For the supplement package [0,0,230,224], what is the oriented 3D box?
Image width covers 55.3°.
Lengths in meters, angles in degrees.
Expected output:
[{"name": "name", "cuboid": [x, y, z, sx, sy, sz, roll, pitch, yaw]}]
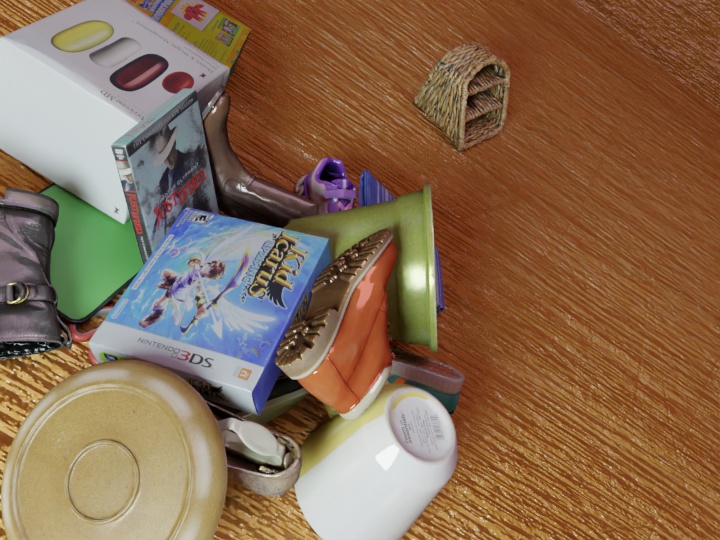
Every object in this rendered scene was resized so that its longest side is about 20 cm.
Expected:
[{"name": "supplement package", "cuboid": [-0.302, -0.206, 0.844, 0.189, 0.148, 0.201, 31, 40, -2]}]

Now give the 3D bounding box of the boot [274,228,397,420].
[{"name": "boot", "cuboid": [0.000, 0.050, 0.692, 0.107, 0.074, 0.202, 46, 52, -22]}]

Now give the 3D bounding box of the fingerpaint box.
[{"name": "fingerpaint box", "cuboid": [-0.274, -0.339, 1.049, 0.165, 0.074, 0.202, 26, 42, -16]}]

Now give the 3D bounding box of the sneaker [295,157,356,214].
[{"name": "sneaker", "cuboid": [-0.036, -0.082, 0.978, 0.079, 0.089, 0.203, 6, 51, -33]}]

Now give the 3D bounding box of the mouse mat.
[{"name": "mouse mat", "cuboid": [-0.318, -0.038, 0.786, 0.160, 0.008, 0.201, 34, 42, 3]}]

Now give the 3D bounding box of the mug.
[{"name": "mug", "cuboid": [0.012, 0.185, 0.720, 0.186, 0.154, 0.150, 40, 42, 3]}]

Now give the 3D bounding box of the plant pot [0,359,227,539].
[{"name": "plant pot", "cuboid": [-0.210, 0.174, 0.568, 0.196, 0.028, 0.204, -2, 75, 6]}]

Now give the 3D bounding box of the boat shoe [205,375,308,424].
[{"name": "boat shoe", "cuboid": [-0.138, 0.139, 0.714, 0.199, 0.072, 0.061, -16, 67, -41]}]

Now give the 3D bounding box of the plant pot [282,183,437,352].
[{"name": "plant pot", "cuboid": [0.000, 0.000, 0.836, 0.180, 0.203, 0.203, -2, 45, 6]}]

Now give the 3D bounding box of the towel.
[{"name": "towel", "cuboid": [0.059, -0.041, 1.010, 0.200, 0.024, 0.146, 44, 32, -34]}]

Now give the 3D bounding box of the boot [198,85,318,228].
[{"name": "boot", "cuboid": [-0.124, -0.117, 0.874, 0.198, 0.187, 0.065, 30, 50, -6]}]

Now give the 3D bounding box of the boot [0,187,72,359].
[{"name": "boot", "cuboid": [-0.383, 0.004, 0.665, 0.196, 0.069, 0.177, 1, 63, -20]}]

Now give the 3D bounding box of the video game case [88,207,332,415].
[{"name": "video game case", "cuboid": [-0.146, 0.031, 0.708, 0.178, 0.046, 0.202, 13, 51, 14]}]

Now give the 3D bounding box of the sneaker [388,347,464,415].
[{"name": "sneaker", "cuboid": [0.023, 0.136, 0.837, 0.196, 0.081, 0.071, 17, 11, 8]}]

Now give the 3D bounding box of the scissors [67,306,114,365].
[{"name": "scissors", "cuboid": [-0.223, 0.056, 0.771, 0.198, 0.014, 0.074, -18, 63, -42]}]

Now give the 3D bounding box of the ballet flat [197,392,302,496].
[{"name": "ballet flat", "cuboid": [-0.140, 0.144, 0.626, 0.197, 0.067, 0.069, 23, 51, -13]}]

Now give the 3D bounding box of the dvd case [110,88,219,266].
[{"name": "dvd case", "cuboid": [-0.211, -0.082, 0.780, 0.022, 0.203, 0.147, 8, 37, 16]}]

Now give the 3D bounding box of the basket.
[{"name": "basket", "cuboid": [0.233, -0.358, 1.382, 0.149, 0.143, 0.199, 48, 42, 13]}]
